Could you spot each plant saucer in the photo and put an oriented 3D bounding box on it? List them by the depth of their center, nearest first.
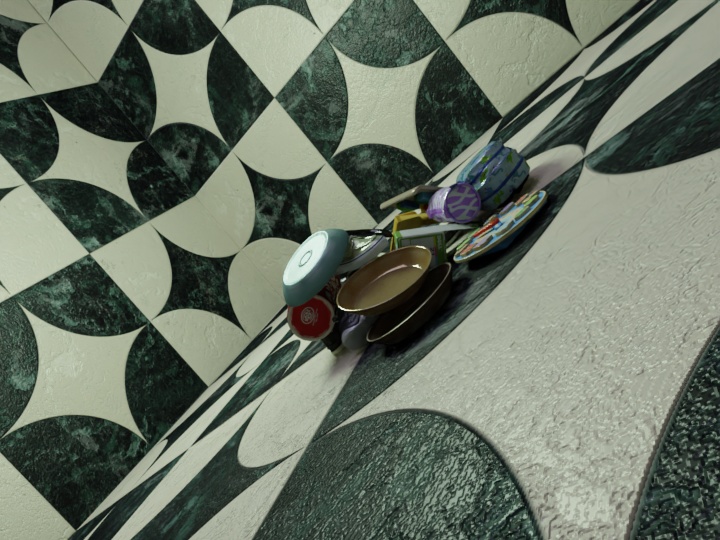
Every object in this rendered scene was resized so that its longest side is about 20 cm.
[{"bbox_3d":[0.094,0.067,0.980,0.200,0.037,0.201,-42,6,5],"label":"plant saucer"},{"bbox_3d":[0.048,0.025,1.023,0.197,0.036,0.201,-26,22,11],"label":"plant saucer"},{"bbox_3d":[-0.107,-0.017,1.181,0.199,0.036,0.202,-39,28,25],"label":"plant saucer"}]

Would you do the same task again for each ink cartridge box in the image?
[{"bbox_3d":[0.174,-0.054,1.186,0.194,0.078,0.148,-7,9,3],"label":"ink cartridge box"}]

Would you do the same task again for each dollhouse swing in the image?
[{"bbox_3d":[0.172,-0.080,1.501,0.200,0.171,0.187,-84,1,-81],"label":"dollhouse swing"}]

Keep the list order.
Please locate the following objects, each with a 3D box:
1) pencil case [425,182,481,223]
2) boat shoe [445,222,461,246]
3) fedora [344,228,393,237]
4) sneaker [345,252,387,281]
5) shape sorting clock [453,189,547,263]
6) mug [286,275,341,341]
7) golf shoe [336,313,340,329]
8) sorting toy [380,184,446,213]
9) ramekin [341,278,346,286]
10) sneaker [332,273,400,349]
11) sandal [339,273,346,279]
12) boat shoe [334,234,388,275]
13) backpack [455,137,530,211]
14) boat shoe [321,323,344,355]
[{"bbox_3d":[0.198,-0.140,1.198,0.085,0.085,0.200,-37,4,1],"label":"pencil case"},{"bbox_3d":[0.160,-0.064,1.335,0.200,0.061,0.072,-38,6,35],"label":"boat shoe"},{"bbox_3d":[-0.008,-0.057,1.478,0.195,0.094,0.201,-3,9,1],"label":"fedora"},{"bbox_3d":[0.000,0.000,1.274,0.088,0.069,0.199,-23,7,-22],"label":"sneaker"},{"bbox_3d":[0.247,-0.080,0.994,0.199,0.039,0.200,-42,6,6],"label":"shape sorting clock"},{"bbox_3d":[-0.116,0.051,1.270,0.130,0.181,0.201,-17,18,4],"label":"mug"},{"bbox_3d":[0.018,0.072,1.243,0.094,0.078,0.201,-36,10,42],"label":"golf shoe"},{"bbox_3d":[0.172,-0.173,1.382,0.195,0.038,0.184,-4,-5,-27],"label":"sorting toy"},{"bbox_3d":[-0.055,0.090,1.500,0.202,0.095,0.202,-42,6,5],"label":"ramekin"},{"bbox_3d":[0.020,0.057,1.127,0.200,0.075,0.114,-45,42,3],"label":"sneaker"},{"bbox_3d":[-0.089,0.033,1.458,0.197,0.055,0.082,-22,22,32],"label":"sandal"},{"bbox_3d":[-0.017,-0.040,1.178,0.072,0.063,0.198,-44,13,-37],"label":"boat shoe"},{"bbox_3d":[0.287,-0.203,1.201,0.163,0.154,0.201,-41,21,10],"label":"backpack"},{"bbox_3d":[-0.025,0.113,1.316,0.073,0.063,0.201,-39,5,48],"label":"boat shoe"}]
